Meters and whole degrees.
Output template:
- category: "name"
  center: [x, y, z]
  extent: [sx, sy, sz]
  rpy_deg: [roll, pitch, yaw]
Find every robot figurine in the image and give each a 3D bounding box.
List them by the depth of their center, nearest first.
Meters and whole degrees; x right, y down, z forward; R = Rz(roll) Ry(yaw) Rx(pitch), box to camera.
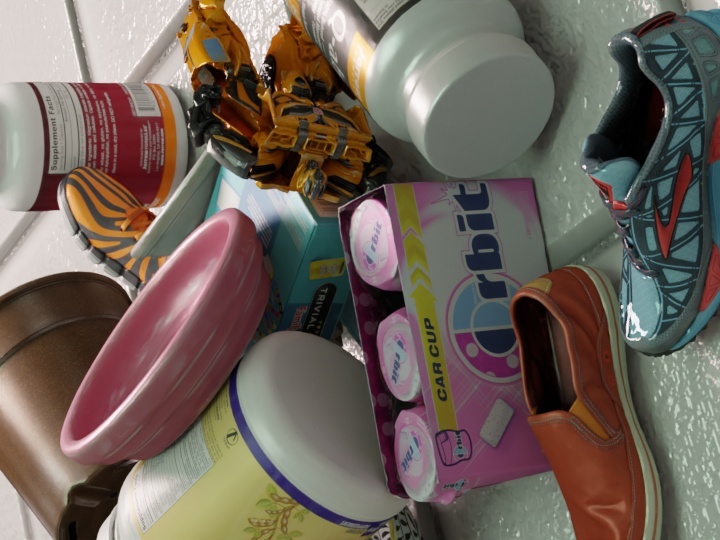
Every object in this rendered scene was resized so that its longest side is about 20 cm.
- category: "robot figurine"
  center: [-0.054, -0.116, 1.274]
  extent: [0.058, 0.145, 0.200]
  rpy_deg: [-66, 30, 28]

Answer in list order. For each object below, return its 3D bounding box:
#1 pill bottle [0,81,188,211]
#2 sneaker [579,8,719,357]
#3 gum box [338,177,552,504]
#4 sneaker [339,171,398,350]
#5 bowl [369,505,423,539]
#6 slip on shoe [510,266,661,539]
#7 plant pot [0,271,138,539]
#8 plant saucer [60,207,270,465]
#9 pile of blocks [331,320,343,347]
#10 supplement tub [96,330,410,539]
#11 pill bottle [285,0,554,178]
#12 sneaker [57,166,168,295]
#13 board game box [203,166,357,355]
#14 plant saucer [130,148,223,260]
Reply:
- category: "pill bottle"
  center: [-0.261, -0.108, 1.652]
  extent: [0.113, 0.199, 0.113]
  rpy_deg: [8, 99, 61]
- category: "sneaker"
  center: [0.157, -0.048, 1.061]
  extent: [0.079, 0.095, 0.201]
  rpy_deg: [27, 117, 56]
- category: "gum box"
  center: [0.065, 0.046, 1.210]
  extent: [0.066, 0.113, 0.201]
  rpy_deg: [-26, 71, 57]
- category: "sneaker"
  center: [0.000, 0.000, 1.354]
  extent: [0.082, 0.074, 0.200]
  rpy_deg: [-53, 48, 44]
- category: "bowl"
  center: [-0.013, 0.227, 1.359]
  extent: [0.200, 0.094, 0.201]
  rpy_deg: [-20, 62, 42]
- category: "slip on shoe"
  center: [0.131, 0.097, 1.142]
  extent: [0.074, 0.061, 0.201]
  rpy_deg: [-21, 77, 56]
- category: "plant pot"
  center: [-0.246, 0.141, 1.686]
  extent: [0.198, 0.200, 0.201]
  rpy_deg: [51, 135, 33]
- category: "plant saucer"
  center: [-0.125, 0.052, 1.273]
  extent: [0.201, 0.051, 0.201]
  rpy_deg: [-49, 15, 18]
- category: "pile of blocks"
  center: [-0.051, 0.015, 1.465]
  extent: [0.082, 0.062, 0.200]
  rpy_deg: [-50, 40, 7]
- category: "supplement tub"
  center: [-0.072, 0.153, 1.268]
  extent: [0.200, 0.145, 0.146]
  rpy_deg: [-46, 53, 28]
- category: "pill bottle"
  center: [0.037, -0.155, 1.232]
  extent: [0.200, 0.116, 0.117]
  rpy_deg: [55, 138, 41]
- category: "sneaker"
  center: [-0.157, -0.026, 1.575]
  extent: [0.200, 0.078, 0.112]
  rpy_deg: [46, 136, -6]
- category: "board game box"
  center: [-0.066, 0.001, 1.347]
  extent: [0.151, 0.047, 0.200]
  rpy_deg: [60, 140, 44]
- category: "plant saucer"
  center: [-0.101, -0.078, 1.465]
  extent: [0.050, 0.200, 0.200]
  rpy_deg: [37, 141, -5]
